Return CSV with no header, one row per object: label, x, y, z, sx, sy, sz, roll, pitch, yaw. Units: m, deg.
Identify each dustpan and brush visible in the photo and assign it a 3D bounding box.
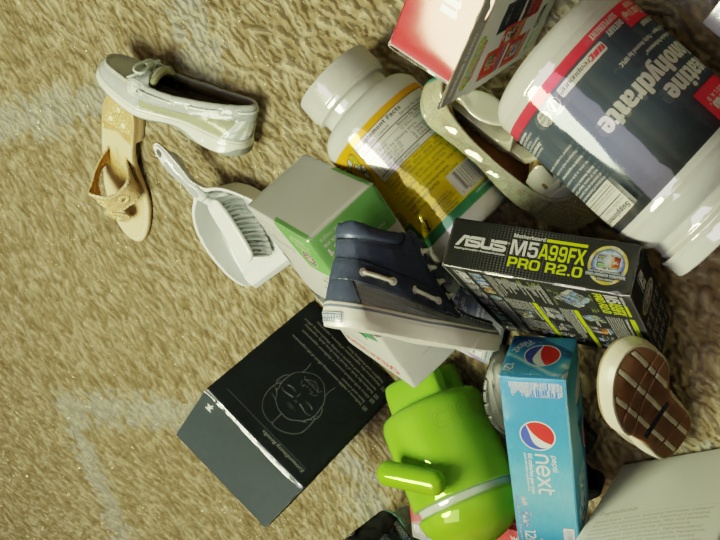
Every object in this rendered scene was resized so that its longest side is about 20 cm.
dustpan and brush,-0.162,-0.072,1.189,0.139,0.057,0.201,-33,94,45

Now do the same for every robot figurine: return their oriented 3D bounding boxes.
robot figurine,0.097,0.203,1.095,0.115,0.175,0.202,-30,71,24

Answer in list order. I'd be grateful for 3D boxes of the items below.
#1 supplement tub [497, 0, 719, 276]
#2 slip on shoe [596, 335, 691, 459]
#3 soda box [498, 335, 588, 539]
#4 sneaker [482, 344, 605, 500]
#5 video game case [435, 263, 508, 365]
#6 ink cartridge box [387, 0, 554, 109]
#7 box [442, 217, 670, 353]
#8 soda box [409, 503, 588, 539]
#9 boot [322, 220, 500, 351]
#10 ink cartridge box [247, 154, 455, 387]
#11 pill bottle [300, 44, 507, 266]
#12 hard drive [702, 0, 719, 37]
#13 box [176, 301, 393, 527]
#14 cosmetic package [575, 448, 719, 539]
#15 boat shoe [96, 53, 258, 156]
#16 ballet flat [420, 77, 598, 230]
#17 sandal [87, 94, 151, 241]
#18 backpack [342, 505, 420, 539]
supplement tub,0.220,-0.109,0.814,0.200,0.140,0.141,43,134,7
slip on shoe,0.245,0.110,0.934,0.060,0.076,0.200,35,177,40
soda box,0.178,0.164,0.984,0.063,0.068,0.202,2,121,21
sneaker,0.191,0.157,1.059,0.090,0.076,0.201,-11,118,34
video game case,0.070,0.003,1.086,0.198,0.019,0.144,24,129,23
ink cartridge box,0.104,-0.248,0.794,0.084,0.175,0.201,35,132,14
box,0.176,0.019,0.899,0.159,0.045,0.200,10,166,27
soda box,0.154,0.289,1.165,0.198,0.063,0.071,13,123,32
boot,0.055,0.018,0.906,0.072,0.199,0.092,1,81,47
ink cartridge box,0.000,0.000,0.993,0.201,0.084,0.146,55,167,-30
pill bottle,0.040,-0.111,0.972,0.200,0.113,0.113,47,135,3
hard drive,0.367,-0.169,0.744,0.200,0.025,0.132,42,134,9
box,-0.080,0.159,1.171,0.148,0.200,0.107,45,134,6
cosmetic package,0.308,0.290,0.950,0.166,0.200,0.168,-23,102,44
boat shoe,-0.201,-0.196,1.139,0.201,0.074,0.065,30,125,15
ballet flat,0.137,-0.103,0.905,0.199,0.068,0.062,33,163,-5
sandal,-0.308,-0.116,1.268,0.077,0.070,0.214,25,129,23
backpack,0.048,0.401,1.253,0.201,0.153,0.176,53,138,12
